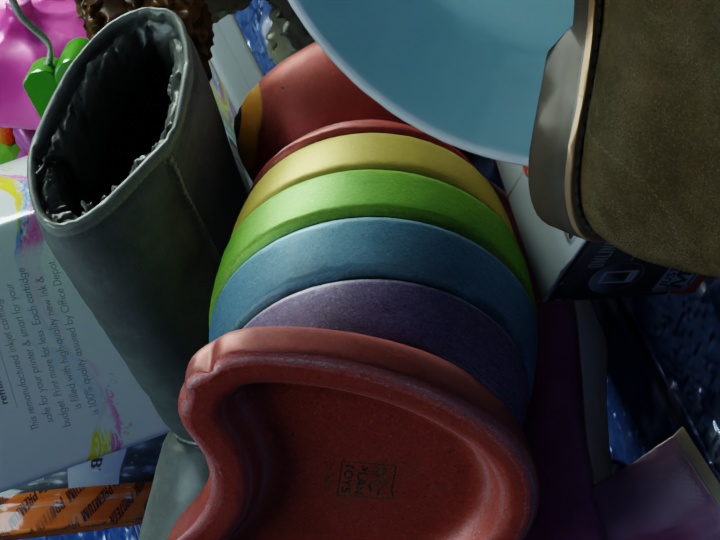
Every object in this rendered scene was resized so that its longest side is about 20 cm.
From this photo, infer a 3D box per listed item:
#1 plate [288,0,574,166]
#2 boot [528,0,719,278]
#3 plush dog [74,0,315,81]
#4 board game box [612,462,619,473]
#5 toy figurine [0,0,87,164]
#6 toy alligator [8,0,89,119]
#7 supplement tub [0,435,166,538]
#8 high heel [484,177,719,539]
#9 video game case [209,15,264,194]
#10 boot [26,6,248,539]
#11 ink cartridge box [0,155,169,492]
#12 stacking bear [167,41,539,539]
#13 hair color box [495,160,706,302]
[{"bbox_3d":[0.064,-0.130,0.784,0.026,0.199,0.201,-27,-64,-75],"label":"plate"},{"bbox_3d":[0.095,-0.090,0.704,0.075,0.074,0.201,27,129,37],"label":"boot"},{"bbox_3d":[-0.043,-0.138,1.009,0.161,0.171,0.200,110,148,-43],"label":"plush dog"},{"bbox_3d":[0.055,0.160,1.011,0.135,0.028,0.201,-165,73,-66],"label":"board game box"},{"bbox_3d":[-0.137,-0.047,1.204,0.184,0.150,0.201,73,-174,-80],"label":"toy figurine"},{"bbox_3d":[-0.088,-0.047,1.021,0.059,0.054,0.201,-80,-27,-65],"label":"toy alligator"},{"bbox_3d":[-0.158,0.031,1.359,0.122,0.122,0.201,156,108,-66],"label":"supplement tub"},{"bbox_3d":[0.047,0.050,0.918,0.200,0.096,0.067,58,-179,37],"label":"high heel"},{"bbox_3d":[-0.034,0.003,1.123,0.200,0.018,0.143,87,160,-54],"label":"video game case"},{"bbox_3d":[-0.065,0.037,0.939,0.200,0.072,0.182,76,-162,-56],"label":"boot"},{"bbox_3d":[-0.141,0.021,1.107,0.067,0.199,0.117,-132,26,-60],"label":"ink cartridge box"},{"bbox_3d":[0.000,0.000,0.881,0.200,0.113,0.122,-90,6,-45],"label":"stacking bear"},{"bbox_3d":[0.074,-0.100,0.882,0.102,0.061,0.201,122,139,-53],"label":"hair color box"}]
